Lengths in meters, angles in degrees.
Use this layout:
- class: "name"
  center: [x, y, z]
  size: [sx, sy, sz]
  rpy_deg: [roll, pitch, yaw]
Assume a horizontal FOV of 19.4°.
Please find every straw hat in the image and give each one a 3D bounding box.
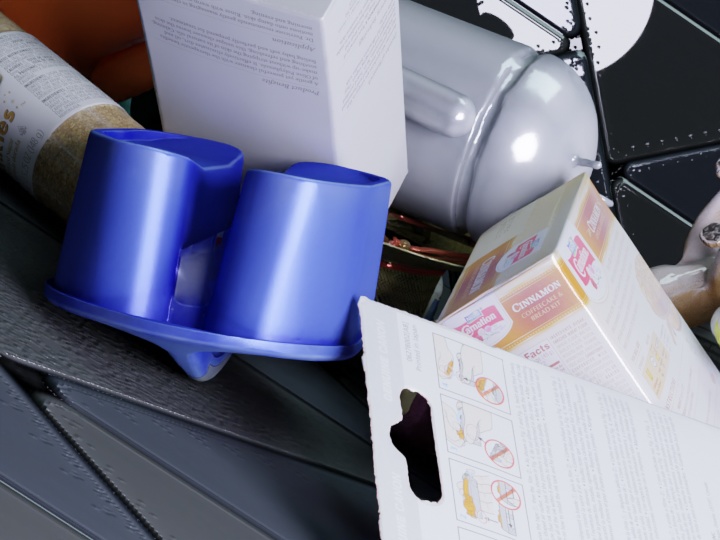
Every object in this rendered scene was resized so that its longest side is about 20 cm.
- class: "straw hat"
  center: [0.000, 0.000, 1.222]
  size: [0.201, 0.085, 0.201]
  rpy_deg: [17, 14, -4]

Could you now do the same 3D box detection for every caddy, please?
- class: "caddy"
  center: [-0.062, -0.002, 0.956]
  size: [0.141, 0.105, 0.200]
  rpy_deg: [11, 5, 7]

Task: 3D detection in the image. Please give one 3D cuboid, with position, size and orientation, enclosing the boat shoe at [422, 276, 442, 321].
- class: "boat shoe"
  center: [0.011, -0.005, 1.378]
  size: [0.072, 0.072, 0.200]
  rpy_deg: [32, 8, -7]

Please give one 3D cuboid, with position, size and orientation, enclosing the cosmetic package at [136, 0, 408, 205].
- class: "cosmetic package"
  center: [-0.041, -0.098, 1.057]
  size: [0.108, 0.085, 0.200]
  rpy_deg: [19, -32, 16]

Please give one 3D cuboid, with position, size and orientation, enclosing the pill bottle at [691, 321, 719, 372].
- class: "pill bottle"
  center: [0.229, 0.062, 1.312]
  size: [0.114, 0.200, 0.114]
  rpy_deg: [32, -14, 9]

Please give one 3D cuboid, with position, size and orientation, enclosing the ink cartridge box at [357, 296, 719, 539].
- class: "ink cartridge box"
  center: [0.081, 0.109, 0.895]
  size: [0.200, 0.050, 0.161]
  rpy_deg: [19, 38, -21]

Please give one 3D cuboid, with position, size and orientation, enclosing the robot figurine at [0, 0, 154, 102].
- class: "robot figurine"
  center: [-0.126, -0.178, 1.158]
  size: [0.117, 0.200, 0.144]
  rpy_deg: [46, 45, -22]

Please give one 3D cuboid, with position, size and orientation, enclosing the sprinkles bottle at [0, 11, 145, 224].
- class: "sprinkles bottle"
  center: [-0.175, -0.085, 1.105]
  size: [0.200, 0.068, 0.068]
  rpy_deg: [38, 9, 30]

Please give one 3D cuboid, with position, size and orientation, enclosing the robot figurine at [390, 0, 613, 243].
- class: "robot figurine"
  center: [0.049, -0.084, 1.190]
  size: [0.200, 0.113, 0.170]
  rpy_deg: [23, 3, 18]

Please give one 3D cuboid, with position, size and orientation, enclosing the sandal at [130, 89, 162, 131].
- class: "sandal"
  center: [-0.072, -0.125, 1.184]
  size: [0.043, 0.076, 0.200]
  rpy_deg: [16, -22, -37]

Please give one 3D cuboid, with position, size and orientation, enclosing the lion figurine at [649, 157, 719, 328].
- class: "lion figurine"
  center: [0.172, 0.018, 1.242]
  size: [0.123, 0.200, 0.072]
  rpy_deg: [72, -4, -48]

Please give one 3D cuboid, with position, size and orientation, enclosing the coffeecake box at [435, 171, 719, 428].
- class: "coffeecake box"
  center: [0.133, 0.066, 1.077]
  size: [0.200, 0.073, 0.154]
  rpy_deg: [56, 20, -8]

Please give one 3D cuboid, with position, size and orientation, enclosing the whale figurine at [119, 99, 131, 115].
- class: "whale figurine"
  center: [-0.176, -0.138, 1.299]
  size: [0.200, 0.104, 0.159]
  rpy_deg: [38, 7, 2]

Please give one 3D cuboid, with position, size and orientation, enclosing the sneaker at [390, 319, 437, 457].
- class: "sneaker"
  center: [0.080, 0.080, 1.135]
  size: [0.090, 0.075, 0.200]
  rpy_deg: [31, 7, 22]

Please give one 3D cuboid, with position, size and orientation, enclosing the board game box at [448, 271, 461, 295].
- class: "board game box"
  center: [0.086, 0.019, 1.381]
  size: [0.035, 0.126, 0.200]
  rpy_deg: [-8, 13, -4]

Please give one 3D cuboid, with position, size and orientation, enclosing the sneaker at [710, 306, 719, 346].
- class: "sneaker"
  center: [0.242, 0.060, 1.159]
  size: [0.200, 0.076, 0.105]
  rpy_deg: [-10, 87, -76]
